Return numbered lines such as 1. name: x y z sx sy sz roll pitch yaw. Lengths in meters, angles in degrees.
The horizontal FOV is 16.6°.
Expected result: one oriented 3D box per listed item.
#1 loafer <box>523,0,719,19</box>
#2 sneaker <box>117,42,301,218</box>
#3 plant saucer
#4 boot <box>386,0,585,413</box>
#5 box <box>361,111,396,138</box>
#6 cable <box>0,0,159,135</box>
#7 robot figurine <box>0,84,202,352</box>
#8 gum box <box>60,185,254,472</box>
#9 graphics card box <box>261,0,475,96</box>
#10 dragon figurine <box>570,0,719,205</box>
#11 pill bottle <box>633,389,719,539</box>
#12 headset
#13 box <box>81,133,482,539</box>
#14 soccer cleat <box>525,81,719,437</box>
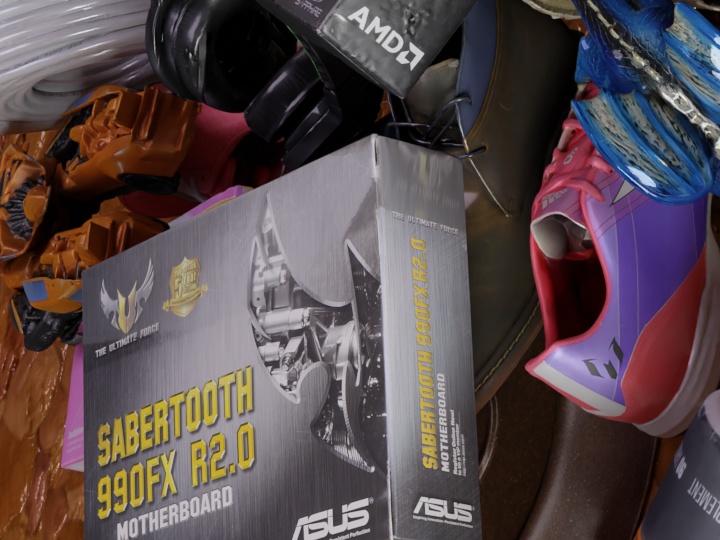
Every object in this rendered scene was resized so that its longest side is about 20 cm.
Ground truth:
1. loafer: 0.118 -0.135 0.928 0.200 0.076 0.067 -15 29 49
2. sneaker: -0.081 -0.064 1.324 0.200 0.074 0.087 -39 45 49
3. plant saucer: 0.054 0.072 1.034 0.200 0.034 0.201 -41 41 49
4. boot: 0.034 -0.035 0.996 0.075 0.097 0.200 -14 45 44
5. box: 0.000 0.000 1.140 0.121 0.032 0.200 159 127 -78
6. cable: -0.146 -0.132 1.359 0.200 0.200 0.069 -22 80 37
7. robot figurine: -0.149 -0.034 1.302 0.200 0.058 0.145 -13 63 61
8. gum box: -0.083 0.038 1.278 0.200 0.066 0.114 -25 56 57
9. graphics card box: 0.036 -0.172 0.950 0.200 0.051 0.125 -52 31 0
10. dragon figurine: 0.110 -0.061 0.862 0.059 0.200 0.099 -44 13 14
11. pill bottle: 0.117 0.146 0.791 0.200 0.106 0.106 -67 28 17
12. headset: -0.049 -0.082 1.121 0.123 0.200 0.094 34 71 28
13. box: -0.037 0.052 0.978 0.200 0.048 0.159 -21 65 46
14. soccer cleat: 0.099 -0.034 0.952 0.068 0.073 0.200 -41 38 49
